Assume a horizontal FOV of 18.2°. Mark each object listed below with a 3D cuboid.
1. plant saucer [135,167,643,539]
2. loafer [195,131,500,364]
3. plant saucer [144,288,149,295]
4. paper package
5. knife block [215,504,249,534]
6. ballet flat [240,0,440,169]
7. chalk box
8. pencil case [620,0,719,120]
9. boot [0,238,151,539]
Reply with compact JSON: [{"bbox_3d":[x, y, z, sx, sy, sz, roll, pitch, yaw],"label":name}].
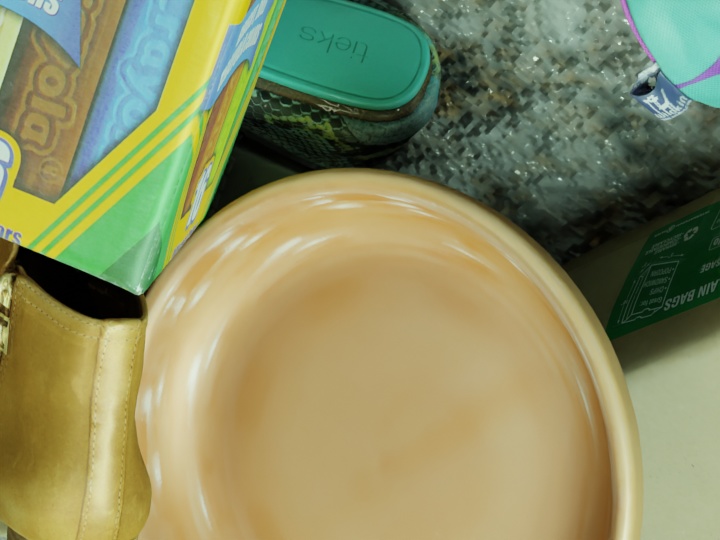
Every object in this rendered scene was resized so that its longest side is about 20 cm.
[{"bbox_3d":[0.006,0.065,0.754,0.199,0.037,0.201,3,95,30],"label":"plant saucer"},{"bbox_3d":[0.000,0.000,0.817,0.200,0.070,0.075,36,111,28],"label":"loafer"},{"bbox_3d":[-0.139,0.018,0.918,0.199,0.032,0.200,10,169,2],"label":"plant saucer"},{"bbox_3d":[0.163,0.063,0.819,0.191,0.104,0.200,42,140,-19],"label":"paper package"},{"bbox_3d":[-0.102,0.067,0.879,0.199,0.064,0.176,12,169,-7],"label":"knife block"},{"bbox_3d":[-0.068,-0.088,0.812,0.199,0.074,0.074,26,142,6],"label":"ballet flat"},{"bbox_3d":[-0.079,-0.117,0.703,0.124,0.125,0.201,23,107,2],"label":"chalk box"},{"bbox_3d":[0.163,-0.109,0.635,0.200,0.085,0.092,-18,153,41],"label":"pencil case"},{"bbox_3d":[-0.123,0.034,0.790,0.201,0.071,0.145,36,122,52],"label":"boot"}]
